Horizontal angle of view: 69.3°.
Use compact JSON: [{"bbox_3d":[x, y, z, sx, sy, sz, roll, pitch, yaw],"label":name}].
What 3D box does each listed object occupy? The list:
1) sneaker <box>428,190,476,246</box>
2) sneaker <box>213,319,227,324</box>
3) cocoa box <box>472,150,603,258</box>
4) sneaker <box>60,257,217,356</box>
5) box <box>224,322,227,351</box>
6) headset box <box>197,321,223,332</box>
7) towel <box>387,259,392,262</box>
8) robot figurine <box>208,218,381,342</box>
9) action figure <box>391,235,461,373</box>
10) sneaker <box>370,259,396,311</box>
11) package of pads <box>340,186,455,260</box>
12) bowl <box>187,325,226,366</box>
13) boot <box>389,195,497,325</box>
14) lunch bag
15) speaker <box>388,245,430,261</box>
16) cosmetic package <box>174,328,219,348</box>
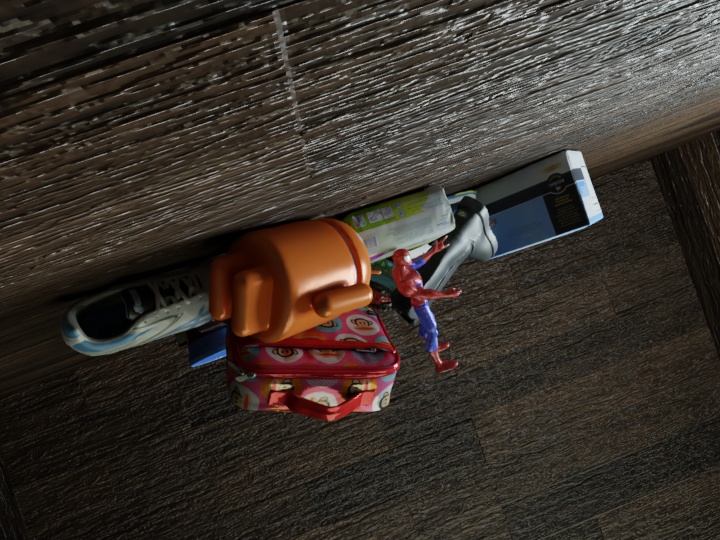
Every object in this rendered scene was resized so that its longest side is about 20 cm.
[{"bbox_3d":[0.124,-0.075,0.913,0.196,0.084,0.074,-19,-179,-7],"label":"sneaker"},{"bbox_3d":[-0.152,0.023,0.798,0.197,0.082,0.075,-20,-179,2],"label":"sneaker"},{"bbox_3d":[0.316,-0.117,0.955,0.198,0.134,0.133,-21,178,36],"label":"cocoa box"},{"bbox_3d":[-0.219,0.036,0.570,0.197,0.073,0.072,-23,172,-26],"label":"sneaker"},{"bbox_3d":[-0.146,0.062,0.723,0.074,0.051,0.202,-3,140,-22],"label":"box"},{"bbox_3d":[-0.204,0.043,0.903,0.196,0.079,0.149,-19,178,-9],"label":"headset box"},{"bbox_3d":[0.005,-0.005,1.028,0.145,0.050,0.200,25,175,-2],"label":"towel"},{"bbox_3d":[-0.068,0.005,0.569,0.198,0.119,0.143,-17,175,-46],"label":"robot figurine"},{"bbox_3d":[0.107,0.040,0.713,0.098,0.202,0.066,-28,-148,4],"label":"action figure"},{"bbox_3d":[0.000,0.000,0.894,0.198,0.080,0.095,25,-131,28],"label":"sneaker"},{"bbox_3d":[0.033,-0.052,0.760,0.152,0.069,0.200,-19,179,-17],"label":"package of pads"},{"bbox_3d":[-0.227,0.124,0.979,0.197,0.040,0.201,-22,174,-2],"label":"bowl"},{"bbox_3d":[0.134,0.005,0.830,0.201,0.065,0.165,-55,145,-11],"label":"boot"},{"bbox_3d":[-0.058,0.102,0.609,0.196,0.083,0.177,4,-152,-19],"label":"lunch bag"},{"bbox_3d":[0.129,-0.074,1.063,0.197,0.083,0.081,-19,179,-25],"label":"speaker"},{"bbox_3d":[-0.269,0.076,1.034,0.197,0.089,0.103,-19,177,-32],"label":"cosmetic package"}]
